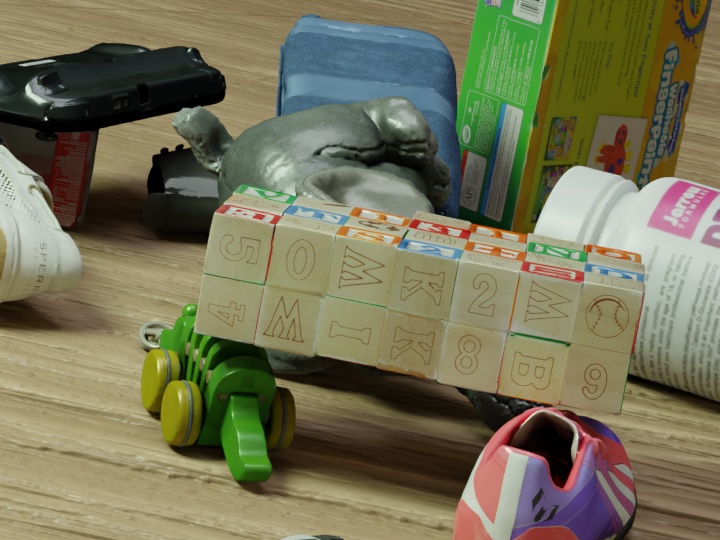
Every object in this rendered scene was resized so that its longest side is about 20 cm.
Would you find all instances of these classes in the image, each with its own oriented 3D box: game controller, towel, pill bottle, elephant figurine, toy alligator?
[{"bbox_3d":[-0.163,-0.107,1.475,0.104,0.042,0.200,3,10,26],"label":"game controller"},{"bbox_3d":[0.004,-0.081,1.489,0.111,0.049,0.200,7,34,-4],"label":"towel"},{"bbox_3d":[0.198,0.014,1.386,0.199,0.114,0.113,17,17,21],"label":"pill bottle"},{"bbox_3d":[0.000,0.000,1.300,0.154,0.142,0.200,-17,34,4],"label":"elephant figurine"},{"bbox_3d":[-0.074,0.042,1.210,0.059,0.055,0.200,6,17,-20],"label":"toy alligator"}]

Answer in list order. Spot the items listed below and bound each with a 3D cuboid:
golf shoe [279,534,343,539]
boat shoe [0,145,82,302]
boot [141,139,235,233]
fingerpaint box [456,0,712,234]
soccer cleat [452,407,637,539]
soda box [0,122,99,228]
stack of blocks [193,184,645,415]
[{"bbox_3d":[-0.053,0.138,0.864,0.094,0.078,0.200,11,15,0],"label":"golf shoe"},{"bbox_3d":[-0.201,-0.031,1.356,0.069,0.071,0.200,7,23,-28],"label":"boat shoe"},{"bbox_3d":[-0.073,-0.070,1.566,0.137,0.078,0.200,3,16,-10],"label":"boot"},{"bbox_3d":[0.146,-0.126,1.668,0.166,0.201,0.073,-6,23,-45],"label":"fingerpaint box"},{"bbox_3d":[0.089,0.090,1.124,0.068,0.074,0.200,16,17,14],"label":"soccer cleat"},{"bbox_3d":[-0.256,-0.078,1.474,0.199,0.064,0.070,11,16,-7],"label":"soda box"},{"bbox_3d":[0.031,0.010,1.177,0.199,0.059,0.115,11,10,3],"label":"stack of blocks"}]
